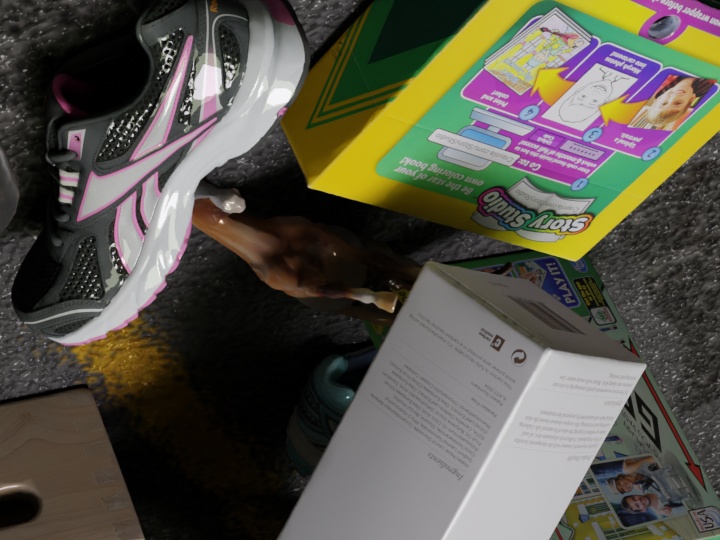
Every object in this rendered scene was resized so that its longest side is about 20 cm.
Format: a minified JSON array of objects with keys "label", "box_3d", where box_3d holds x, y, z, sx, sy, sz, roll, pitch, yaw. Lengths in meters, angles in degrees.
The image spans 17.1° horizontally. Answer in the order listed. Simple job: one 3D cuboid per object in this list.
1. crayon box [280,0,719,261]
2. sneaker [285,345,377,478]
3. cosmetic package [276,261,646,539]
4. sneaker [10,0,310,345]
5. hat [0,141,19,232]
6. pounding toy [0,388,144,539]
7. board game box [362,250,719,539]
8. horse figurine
[{"label":"crayon box","box_3d":[0.088,-0.093,1.153,0.199,0.058,0.173,14,132,-44]},{"label":"sneaker","box_3d":[0.059,0.068,1.348,0.199,0.078,0.087,-12,142,-19]},{"label":"cosmetic package","box_3d":[0.039,0.106,1.140,0.107,0.085,0.201,12,111,-58]},{"label":"sneaker","box_3d":[-0.112,-0.057,1.077,0.086,0.081,0.200,19,121,-32]},{"label":"hat","box_3d":[-0.241,-0.046,0.990,0.199,0.081,0.201,-10,147,-7]},{"label":"pounding toy","box_3d":[-0.180,0.164,1.265,0.199,0.143,0.185,-11,145,-20]},{"label":"board game box","box_3d":[0.095,0.077,1.267,0.134,0.201,0.029,-8,142,-24]},{"label":"horse figurine","box_3d":[0.000,0.000,1.200,0.200,0.132,0.050,14,91,-60]}]
